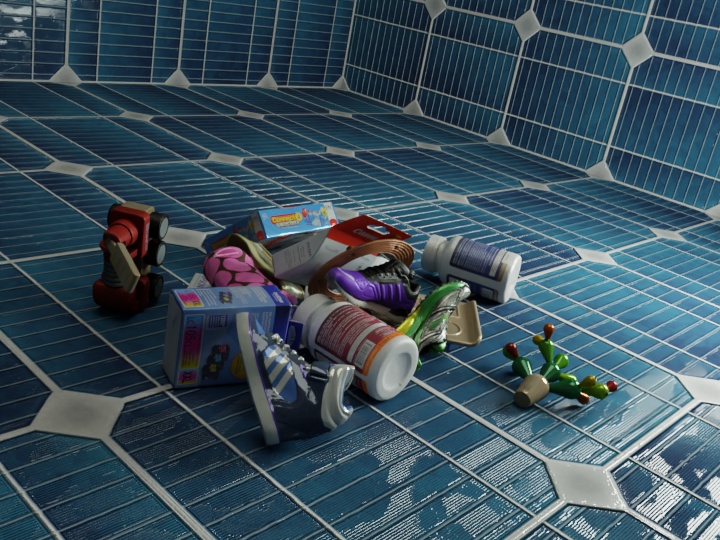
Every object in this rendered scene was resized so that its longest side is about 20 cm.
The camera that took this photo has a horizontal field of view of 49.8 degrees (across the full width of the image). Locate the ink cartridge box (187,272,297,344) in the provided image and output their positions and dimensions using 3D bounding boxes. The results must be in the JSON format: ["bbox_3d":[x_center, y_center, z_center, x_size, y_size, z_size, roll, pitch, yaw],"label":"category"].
[{"bbox_3d":[-0.214,0.071,1.359,0.200,0.043,0.196,8,21,-3],"label":"ink cartridge box"}]

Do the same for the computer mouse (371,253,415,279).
[{"bbox_3d":[0.052,-0.003,1.541,0.110,0.044,0.200,39,13,3],"label":"computer mouse"}]

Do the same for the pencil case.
[{"bbox_3d":[-0.190,0.028,1.311,0.094,0.091,0.200,-34,42,-15],"label":"pencil case"}]

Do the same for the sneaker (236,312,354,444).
[{"bbox_3d":[-0.086,0.137,1.085,0.146,0.081,0.200,-14,64,-12],"label":"sneaker"}]

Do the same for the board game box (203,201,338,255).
[{"bbox_3d":[-0.181,-0.075,1.572,0.200,0.056,0.196,-21,-6,43],"label":"board game box"}]

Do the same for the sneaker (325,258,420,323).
[{"bbox_3d":[0.029,0.017,1.332,0.200,0.100,0.070,26,12,-42],"label":"sneaker"}]

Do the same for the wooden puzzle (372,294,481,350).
[{"bbox_3d":[0.121,0.096,1.463,0.200,0.046,0.185,7,21,2],"label":"wooden puzzle"}]

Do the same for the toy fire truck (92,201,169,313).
[{"bbox_3d":[-0.385,-0.001,1.270,0.128,0.176,0.200,14,22,5],"label":"toy fire truck"}]

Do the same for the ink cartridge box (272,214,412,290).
[{"bbox_3d":[-0.028,-0.025,1.345,0.200,0.047,0.160,-21,-23,29],"label":"ink cartridge box"}]

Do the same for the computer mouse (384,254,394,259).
[{"bbox_3d":[-0.006,-0.035,1.723,0.200,0.053,0.139,1,20,3],"label":"computer mouse"}]

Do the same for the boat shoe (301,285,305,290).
[{"bbox_3d":[-0.133,-0.002,1.556,0.074,0.076,0.200,-8,17,37],"label":"boat shoe"}]

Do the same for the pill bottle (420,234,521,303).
[{"bbox_3d":[0.239,-0.010,1.689,0.200,0.111,0.111,19,23,19],"label":"pill bottle"}]

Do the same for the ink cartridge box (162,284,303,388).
[{"bbox_3d":[-0.188,0.097,1.174,0.200,0.137,0.076,-2,27,-30],"label":"ink cartridge box"}]

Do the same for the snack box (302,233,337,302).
[{"bbox_3d":[-0.067,0.011,1.489,0.072,0.024,0.200,10,47,-5],"label":"snack box"}]

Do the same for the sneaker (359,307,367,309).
[{"bbox_3d":[-0.018,0.013,1.548,0.076,0.081,0.200,7,23,-15],"label":"sneaker"}]

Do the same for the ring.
[{"bbox_3d":[0.000,0.000,1.364,0.200,0.200,0.019,-5,58,-35],"label":"ring"}]

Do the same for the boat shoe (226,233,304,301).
[{"bbox_3d":[-0.180,-0.002,1.419,0.063,0.073,0.201,5,24,-45],"label":"boat shoe"}]

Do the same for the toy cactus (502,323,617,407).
[{"bbox_3d":[0.318,0.176,1.309,0.200,0.102,0.165,33,39,26],"label":"toy cactus"}]

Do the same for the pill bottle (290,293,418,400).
[{"bbox_3d":[-0.014,0.117,1.248,0.200,0.110,0.109,29,27,37],"label":"pill bottle"}]

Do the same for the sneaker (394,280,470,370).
[{"bbox_3d":[0.126,0.097,1.345,0.085,0.078,0.200,40,70,13],"label":"sneaker"}]
